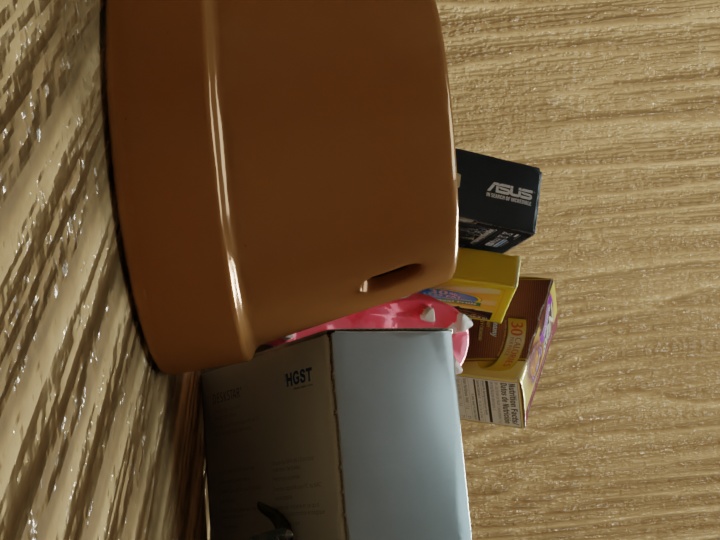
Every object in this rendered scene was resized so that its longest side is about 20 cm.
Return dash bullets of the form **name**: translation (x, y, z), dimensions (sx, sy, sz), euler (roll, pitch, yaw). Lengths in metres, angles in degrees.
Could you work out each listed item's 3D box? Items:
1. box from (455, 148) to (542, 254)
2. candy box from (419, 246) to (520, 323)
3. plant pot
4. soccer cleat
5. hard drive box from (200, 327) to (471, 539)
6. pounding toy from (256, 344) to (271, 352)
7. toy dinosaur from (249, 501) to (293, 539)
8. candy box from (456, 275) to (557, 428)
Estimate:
- **box**: translation (0.006, -0.036, 0.817), dimensions (0.200, 0.159, 0.044), euler (140, -40, -72)
- **candy box**: translation (0.000, 0.000, 0.820), dimensions (0.102, 0.199, 0.027), euler (88, 10, -73)
- **plant pot**: translation (-0.031, -0.058, 0.586), dimensions (0.200, 0.139, 0.201), euler (174, -90, -89)
- **soccer cleat**: translation (-0.023, 0.023, 0.760), dimensions (0.076, 0.199, 0.067), euler (-2, -108, 59)
- **hard drive box**: translation (-0.015, 0.140, 0.654), dimensions (0.156, 0.077, 0.201), euler (-20, -108, 57)
- **pounding toy**: translation (-0.017, 0.132, 0.877), dimensions (0.184, 0.141, 0.201), euler (-96, -179, -62)
- **toy dinosaur**: translation (-0.053, 0.179, 0.544), dimensions (0.200, 0.077, 0.103), euler (-119, -140, -55)
- **candy box**: translation (0.045, 0.052, 0.986), dimensions (0.117, 0.199, 0.057), euler (-64, 153, -44)
